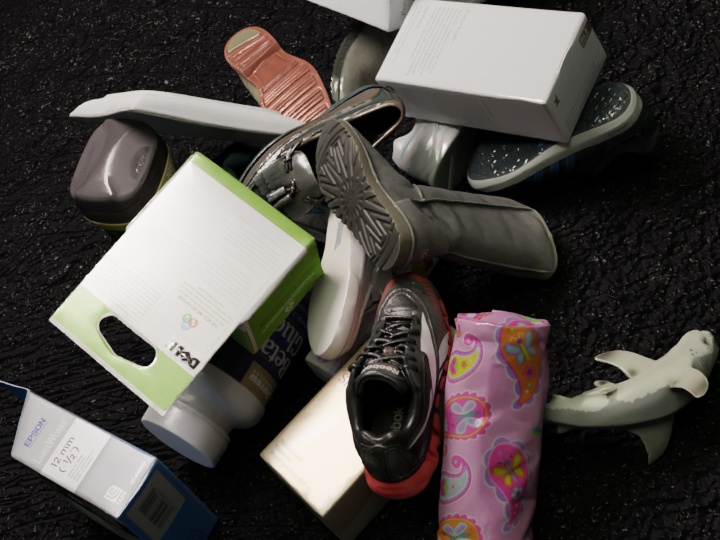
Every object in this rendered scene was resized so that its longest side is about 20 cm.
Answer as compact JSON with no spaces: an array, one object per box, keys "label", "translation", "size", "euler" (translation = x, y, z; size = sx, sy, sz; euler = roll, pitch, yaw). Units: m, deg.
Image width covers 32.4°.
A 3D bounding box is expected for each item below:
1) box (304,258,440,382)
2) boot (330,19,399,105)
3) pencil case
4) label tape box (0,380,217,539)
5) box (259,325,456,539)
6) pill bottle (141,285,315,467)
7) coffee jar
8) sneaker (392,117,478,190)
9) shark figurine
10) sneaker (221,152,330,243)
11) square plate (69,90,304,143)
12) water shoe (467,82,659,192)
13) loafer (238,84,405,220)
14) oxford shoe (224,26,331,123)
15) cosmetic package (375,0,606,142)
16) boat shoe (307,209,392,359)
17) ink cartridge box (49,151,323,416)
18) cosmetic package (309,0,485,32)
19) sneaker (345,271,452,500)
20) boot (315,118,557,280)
[{"label":"box","translation":[0.023,0.023,1.195],"size":[0.041,0.039,0.201],"euler":[26,71,33]},{"label":"boot","translation":[0.047,-0.227,1.328],"size":[0.128,0.068,0.203],"euler":[8,64,17]},{"label":"pencil case","translation":[0.109,0.135,1.015],"size":[0.086,0.087,0.204],"euler":[4,93,22]},{"label":"label tape box","translation":[-0.243,0.186,1.126],"size":[0.198,0.144,0.067],"euler":[20,67,29]},{"label":"box","translation":[0.017,0.132,1.105],"size":[0.095,0.078,0.200],"euler":[35,76,33]},{"label":"pill bottle","translation":[-0.120,0.078,1.168],"size":[0.110,0.111,0.202],"euler":[20,68,29]},{"label":"coffee jar","translation":[-0.206,-0.057,1.228],"size":[0.084,0.201,0.106],"euler":[5,62,22]},{"label":"sneaker","translation":[0.102,-0.177,1.271],"size":[0.080,0.071,0.201],"euler":[25,71,33]},{"label":"shark figurine","translation":[0.217,0.124,1.044],"size":[0.211,0.091,0.128],"euler":[-16,21,1]},{"label":"sneaker","translation":[-0.055,-0.080,1.257],"size":[0.197,0.087,0.079],"euler":[5,62,23]},{"label":"square plate","translation":[-0.171,-0.154,1.247],"size":[0.199,0.195,0.029],"euler":[10,94,60]},{"label":"water shoe","translation":[0.193,-0.109,1.198],"size":[0.198,0.079,0.072],"euler":[-20,46,39]},{"label":"loafer","translation":[-0.041,-0.106,1.176],"size":[0.199,0.072,0.063],"euler":[-40,21,-5]},{"label":"oxford shoe","translation":[-0.075,-0.187,1.336],"size":[0.070,0.074,0.201],"euler":[-34,51,-1]},{"label":"cosmetic package","translation":[0.123,-0.193,1.182],"size":[0.198,0.074,0.103],"euler":[17,73,37]},{"label":"boat shoe","translation":[0.000,0.000,1.153],"size":[0.072,0.068,0.202],"euler":[-42,31,42]},{"label":"ink cartridge box","translation":[-0.151,0.020,1.095],"size":[0.147,0.076,0.201],"euler":[35,74,18]},{"label":"cosmetic package","translation":[0.047,-0.370,1.293],"size":[0.198,0.170,0.165],"euler":[-23,38,-35]},{"label":"sneaker","translation":[0.032,0.080,1.024],"size":[0.070,0.098,0.203],"euler":[-3,58,19]},{"label":"boot","translation":[0.071,-0.063,1.141],"size":[0.198,0.073,0.183],"euler":[-5,54,-36]}]
